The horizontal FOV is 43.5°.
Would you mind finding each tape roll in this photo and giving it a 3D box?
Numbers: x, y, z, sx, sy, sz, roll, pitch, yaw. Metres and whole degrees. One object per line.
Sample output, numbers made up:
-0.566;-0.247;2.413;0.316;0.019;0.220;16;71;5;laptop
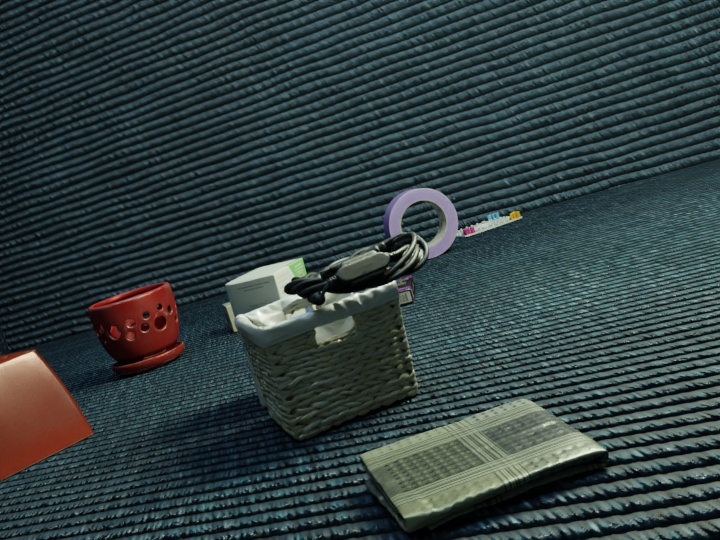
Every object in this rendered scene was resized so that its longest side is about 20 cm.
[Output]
0.169;-0.133;2.555;0.200;0.200;0.085;-18;6;-9;tape roll

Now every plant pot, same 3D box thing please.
-0.524;0.141;2.148;0.200;0.183;0.200;-17;6;2;plant pot
-0.623;0.245;1.567;0.200;0.177;0.200;-12;8;40;plant pot

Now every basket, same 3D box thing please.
-0.046;0.112;1.238;0.198;0.161;0.200;-19;6;-16;basket

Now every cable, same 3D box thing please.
0.000;0.000;1.197;0.200;0.051;0.163;-25;5;-26;cable

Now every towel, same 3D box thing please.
0.107;0.183;0.852;0.200;0.035;0.193;-16;9;-10;towel

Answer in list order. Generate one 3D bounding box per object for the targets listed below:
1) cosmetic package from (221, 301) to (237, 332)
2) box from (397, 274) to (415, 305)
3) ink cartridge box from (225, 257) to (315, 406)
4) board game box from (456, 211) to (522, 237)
-0.249;0.092;2.335;0.200;0.071;0.105;-19;6;-15;cosmetic package
0.050;0.057;2.009;0.143;0.036;0.200;-16;8;7;box
-0.122;0.095;1.419;0.087;0.200;0.145;-12;7;17;ink cartridge box
0.386;-0.147;2.879;0.200;0.026;0.200;-19;7;-13;board game box
